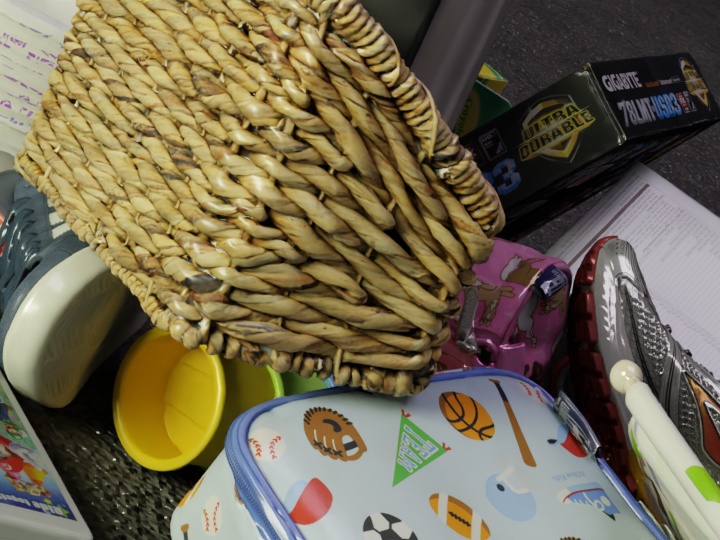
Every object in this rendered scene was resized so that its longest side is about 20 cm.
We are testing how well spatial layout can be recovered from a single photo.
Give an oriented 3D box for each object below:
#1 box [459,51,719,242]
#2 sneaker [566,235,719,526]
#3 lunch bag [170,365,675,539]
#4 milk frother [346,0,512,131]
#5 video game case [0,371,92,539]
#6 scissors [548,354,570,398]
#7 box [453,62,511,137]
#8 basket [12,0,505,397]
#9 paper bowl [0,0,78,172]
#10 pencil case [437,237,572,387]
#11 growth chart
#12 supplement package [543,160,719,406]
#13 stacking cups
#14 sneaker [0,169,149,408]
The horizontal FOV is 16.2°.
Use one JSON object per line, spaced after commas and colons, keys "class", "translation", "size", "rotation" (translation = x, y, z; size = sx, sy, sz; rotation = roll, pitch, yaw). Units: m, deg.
{"class": "box", "translation": [0.074, -0.045, 1.313], "size": [0.050, 0.199, 0.198], "rotation": [62, 23, 4]}
{"class": "sneaker", "translation": [0.153, 0.077, 1.176], "size": [0.078, 0.082, 0.201], "rotation": [110, -41, -78]}
{"class": "lunch bag", "translation": [0.039, 0.115, 0.945], "size": [0.199, 0.076, 0.160], "rotation": [-6, 49, -45]}
{"class": "milk frother", "translation": [-0.023, -0.164, 1.178], "size": [0.199, 0.189, 0.181], "rotation": [23, -10, 14]}
{"class": "video game case", "translation": [-0.192, 0.031, 0.933], "size": [0.143, 0.018, 0.200], "rotation": [20, 21, -38]}
{"class": "scissors", "translation": [0.129, 0.130, 1.213], "size": [0.201, 0.073, 0.014], "rotation": [62, 10, 11]}
{"class": "box", "translation": [-0.002, -0.107, 1.483], "size": [0.200, 0.118, 0.048], "rotation": [42, 20, 27]}
{"class": "basket", "translation": [-0.024, -0.060, 0.976], "size": [0.142, 0.150, 0.200], "rotation": [14, 15, -31]}
{"class": "paper bowl", "translation": [-0.180, -0.110, 1.198], "size": [0.200, 0.105, 0.201], "rotation": [29, 17, -9]}
{"class": "pencil case", "translation": [0.000, 0.000, 1.190], "size": [0.199, 0.083, 0.087], "rotation": [23, -26, 19]}
{"class": "growth chart", "translation": [0.143, 0.123, 0.995], "size": [0.145, 0.018, 0.200], "rotation": [60, -3, 45]}
{"class": "supplement package", "translation": [0.176, 0.062, 1.279], "size": [0.200, 0.110, 0.114], "rotation": [37, 49, 13]}
{"class": "stacking cups", "translation": [-0.016, 0.062, 1.082], "size": [0.199, 0.061, 0.061], "rotation": [11, 27, -50]}
{"class": "sneaker", "translation": [-0.133, -0.001, 1.048], "size": [0.084, 0.075, 0.200], "rotation": [29, 10, 2]}
